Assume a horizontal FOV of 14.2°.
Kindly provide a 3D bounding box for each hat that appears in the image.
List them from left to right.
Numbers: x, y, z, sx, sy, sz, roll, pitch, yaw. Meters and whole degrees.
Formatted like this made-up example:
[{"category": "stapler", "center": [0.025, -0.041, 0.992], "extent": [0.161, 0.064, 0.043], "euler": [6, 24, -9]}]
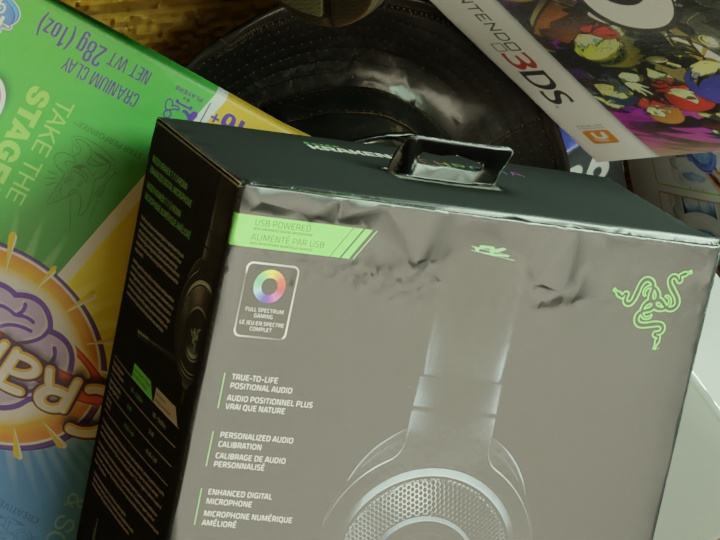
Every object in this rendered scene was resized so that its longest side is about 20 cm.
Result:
[{"category": "hat", "center": [0.000, 0.000, 1.059], "extent": [0.199, 0.081, 0.202], "euler": [-10, 131, -12]}]

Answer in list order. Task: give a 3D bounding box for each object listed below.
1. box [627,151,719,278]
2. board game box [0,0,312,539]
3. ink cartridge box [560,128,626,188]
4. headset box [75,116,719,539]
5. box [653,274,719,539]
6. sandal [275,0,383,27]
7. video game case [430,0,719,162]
[{"category": "box", "center": [0.192, -0.001, 1.191], "extent": [0.112, 0.101, 0.201], "euler": [-21, 109, -27]}, {"category": "board game box", "center": [-0.122, 0.012, 0.971], "extent": [0.152, 0.040, 0.201], "euler": [27, 95, -17]}, {"category": "ink cartridge box", "center": [0.063, -0.003, 1.176], "extent": [0.099, 0.039, 0.201], "euler": [-31, 133, -17]}, {"category": "headset box", "center": [0.009, 0.052, 0.948], "extent": [0.173, 0.093, 0.201], "euler": [8, 103, -23]}, {"category": "box", "center": [0.061, 0.086, 1.096], "extent": [0.200, 0.098, 0.124], "euler": [-37, 179, 19]}, {"category": "sandal", "center": [-0.005, -0.167, 0.891], "extent": [0.054, 0.082, 0.201], "euler": [-26, 128, -35]}, {"category": "video game case", "center": [0.124, -0.098, 0.975], "extent": [0.181, 0.199, 0.036], "euler": [39, 56, -47]}]
